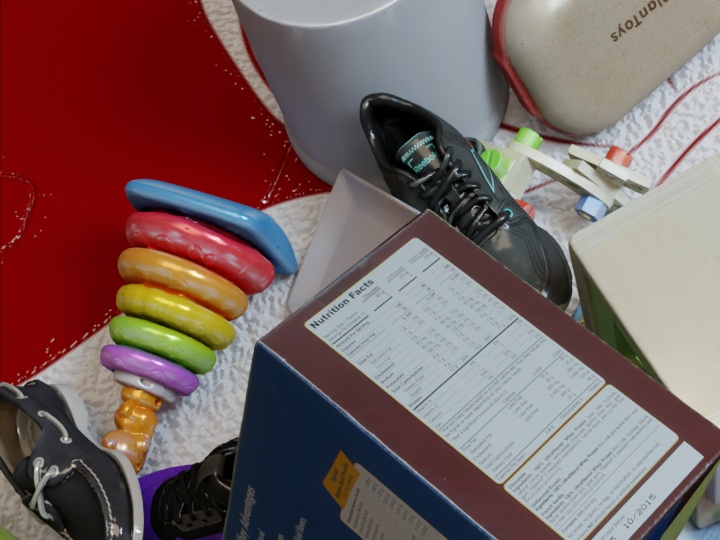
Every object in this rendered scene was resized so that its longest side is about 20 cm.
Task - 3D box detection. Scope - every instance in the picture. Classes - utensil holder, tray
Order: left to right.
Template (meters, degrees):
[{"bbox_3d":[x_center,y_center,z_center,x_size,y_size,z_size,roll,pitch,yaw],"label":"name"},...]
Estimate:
[{"bbox_3d":[0.000,0.000,0.992,0.022,0.200,0.108,20,96,-18],"label":"tray"},{"bbox_3d":[0.005,-0.171,1.060,0.169,0.200,0.171,-6,63,11],"label":"utensil holder"}]

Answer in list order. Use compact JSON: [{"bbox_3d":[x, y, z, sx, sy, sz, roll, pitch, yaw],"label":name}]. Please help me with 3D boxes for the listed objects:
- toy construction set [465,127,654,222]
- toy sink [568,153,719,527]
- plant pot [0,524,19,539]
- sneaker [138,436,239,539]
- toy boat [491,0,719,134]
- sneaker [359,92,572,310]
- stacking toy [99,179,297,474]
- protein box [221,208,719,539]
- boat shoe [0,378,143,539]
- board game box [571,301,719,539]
[{"bbox_3d":[0.101,-0.019,1.017,0.131,0.092,0.200,23,65,39],"label":"toy construction set"},{"bbox_3d":[0.210,0.062,0.861,0.112,0.130,0.200,-29,61,-2],"label":"toy sink"},{"bbox_3d":[-0.288,0.212,0.955,0.192,0.201,0.201,20,69,11],"label":"plant pot"},{"bbox_3d":[-0.088,0.141,0.977,0.199,0.100,0.070,-9,61,14],"label":"sneaker"},{"bbox_3d":[0.169,-0.197,1.092,0.200,0.131,0.131,-40,32,-8],"label":"toy boat"},{"bbox_3d":[0.056,-0.037,0.953,0.075,0.079,0.200,-41,51,4],"label":"sneaker"},{"bbox_3d":[-0.132,0.048,1.045,0.109,0.116,0.201,16,77,20],"label":"stacking toy"},{"bbox_3d":[0.049,0.119,0.811,0.200,0.199,0.135,38,53,21],"label":"protein box"},{"bbox_3d":[-0.195,0.129,0.992,0.200,0.060,0.074,47,120,51],"label":"boat shoe"},{"bbox_3d":[0.193,0.118,0.943,0.195,0.056,0.200,25,72,25],"label":"board game box"}]
